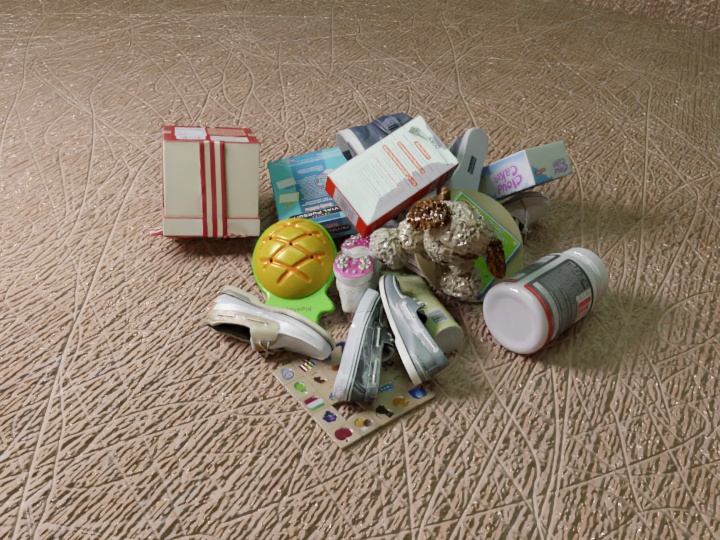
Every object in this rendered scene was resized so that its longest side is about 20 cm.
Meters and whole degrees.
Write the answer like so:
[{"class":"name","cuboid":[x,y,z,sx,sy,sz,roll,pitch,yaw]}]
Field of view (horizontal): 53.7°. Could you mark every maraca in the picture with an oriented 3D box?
[{"class":"maraca","cuboid":[-0.103,0.002,1.130,0.137,0.107,0.201,-7,61,2]}]

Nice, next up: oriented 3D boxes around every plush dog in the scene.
[{"class":"plush dog","cuboid":[0.137,-0.055,1.071,0.200,0.161,0.172,26,-7,-16]}]

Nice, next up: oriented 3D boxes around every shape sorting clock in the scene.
[{"class":"shape sorting clock","cuboid":[0.182,-0.043,1.206,0.199,0.039,0.201,2,77,-11]}]

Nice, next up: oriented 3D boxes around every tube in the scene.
[{"class":"tube","cuboid":[0.100,0.055,1.132,0.052,0.058,0.200,-36,37,2]}]

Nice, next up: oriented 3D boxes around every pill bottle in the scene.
[{"class":"pill bottle","cuboid":[0.296,0.040,1.116,0.200,0.116,0.116,-25,46,-35]}]

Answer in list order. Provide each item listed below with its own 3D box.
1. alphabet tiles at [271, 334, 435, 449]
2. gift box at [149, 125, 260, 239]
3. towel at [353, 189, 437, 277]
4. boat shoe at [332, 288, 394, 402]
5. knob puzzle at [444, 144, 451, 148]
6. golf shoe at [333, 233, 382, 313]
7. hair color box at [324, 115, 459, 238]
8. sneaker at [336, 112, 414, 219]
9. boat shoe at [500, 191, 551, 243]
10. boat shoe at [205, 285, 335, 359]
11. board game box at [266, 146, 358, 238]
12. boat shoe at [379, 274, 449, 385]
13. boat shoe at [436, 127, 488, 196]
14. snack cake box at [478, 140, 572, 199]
[{"class":"alphabet tiles","cuboid":[0.002,0.155,1.011,0.200,0.008,0.167,-21,44,-33]},{"class":"gift box","cuboid":[-0.266,-0.141,1.224,0.184,0.187,0.200,0,21,-10]},{"class":"towel","cuboid":[0.118,-0.088,1.283,0.191,0.032,0.200,32,60,29]},{"class":"boat shoe","cuboid":[0.013,0.112,1.020,0.071,0.072,0.200,16,46,0]},{"class":"knob puzzle","cuboid":[0.055,-0.193,1.353,0.219,0.031,0.220,-11,41,9]},{"class":"golf shoe","cuboid":[0.000,0.000,1.165,0.075,0.092,0.200,6,24,14]},{"class":"hair color box","cuboid":[0.052,-0.157,1.188,0.200,0.064,0.111,-35,79,-16]},{"class":"sneaker","cuboid":[0.066,-0.197,1.285,0.146,0.077,0.203,-23,69,-17]},{"class":"boat shoe","cuboid":[0.285,-0.089,1.329,0.201,0.075,0.086,-14,40,-21]},{"class":"boat shoe","cuboid":[-0.133,0.091,1.034,0.200,0.075,0.068,20,57,22]},{"class":"board game box","cuboid":[-0.082,-0.137,1.301,0.151,0.047,0.200,-13,47,-3]},{"class":"boat shoe","cuboid":[0.077,0.077,1.049,0.062,0.073,0.200,-24,45,7]},{"class":"boat shoe","cuboid":[0.170,-0.168,1.287,0.072,0.068,0.200,31,66,-27]},{"class":"snack cake box","cuboid":[0.279,-0.175,1.339,0.115,0.067,0.200,-17,-1,-36]}]
